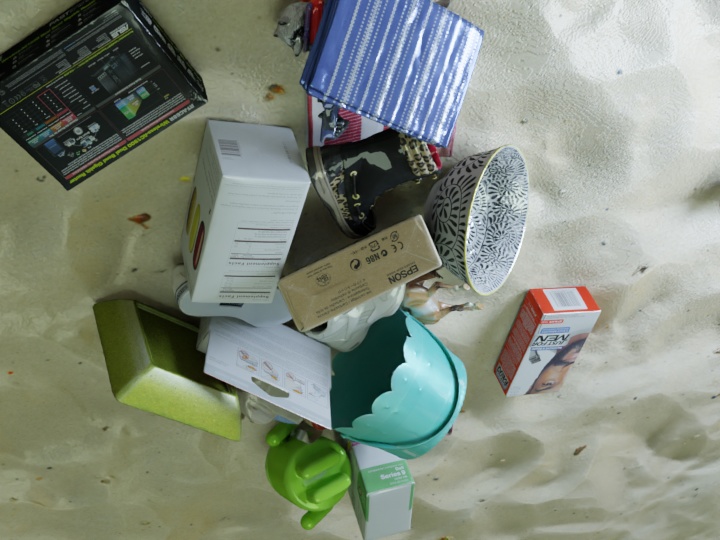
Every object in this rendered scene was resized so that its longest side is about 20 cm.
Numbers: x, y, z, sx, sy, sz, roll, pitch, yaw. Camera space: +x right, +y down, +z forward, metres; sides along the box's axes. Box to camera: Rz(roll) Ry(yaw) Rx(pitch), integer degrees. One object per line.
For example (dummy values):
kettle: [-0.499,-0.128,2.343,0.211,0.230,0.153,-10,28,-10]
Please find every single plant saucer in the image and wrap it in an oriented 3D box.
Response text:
plant saucer: [-0.248,0.120,1.192,0.199,0.200,0.048,29,108,-38]

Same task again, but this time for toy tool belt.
toy tool belt: [-0.137,0.181,1.367,0.200,0.122,0.126,35,79,-47]

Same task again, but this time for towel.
towel: [0.029,-0.193,1.114,0.198,0.023,0.145,-9,134,-12]
towel: [0.038,-0.228,0.961,0.199,0.024,0.146,17,94,-34]

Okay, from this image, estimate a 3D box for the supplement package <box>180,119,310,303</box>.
supplement package: [-0.148,-0.067,1.102,0.109,0.114,0.201,2,132,-23]

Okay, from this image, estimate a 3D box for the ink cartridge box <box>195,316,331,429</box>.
ink cartridge box: [-0.131,0.134,1.228,0.199,0.174,0.044,28,120,-20]

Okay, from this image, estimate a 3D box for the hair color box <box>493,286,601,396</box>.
hair color box: [0.309,0.121,1.491,0.110,0.064,0.201,-3,134,-19]

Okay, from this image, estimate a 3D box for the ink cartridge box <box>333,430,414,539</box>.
ink cartridge box: [0.018,0.319,1.477,0.087,0.201,0.146,-12,135,-13]

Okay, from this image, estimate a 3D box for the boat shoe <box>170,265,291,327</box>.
boat shoe: [-0.171,0.028,1.220,0.199,0.070,0.071,7,127,-40]

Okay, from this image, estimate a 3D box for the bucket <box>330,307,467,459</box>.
bucket: [0.052,0.172,1.323,0.134,0.208,0.207,33,117,-24]

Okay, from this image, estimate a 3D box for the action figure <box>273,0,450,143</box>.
action figure: [-0.007,-0.243,0.997,0.192,0.105,0.202,9,104,-21]

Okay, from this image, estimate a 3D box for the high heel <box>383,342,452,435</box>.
high heel: [0.101,0.191,1.456,0.067,0.097,0.200,-33,135,14]

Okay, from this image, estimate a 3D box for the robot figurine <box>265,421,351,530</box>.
robot figurine: [-0.087,0.324,1.451,0.115,0.200,0.177,-27,97,-21]

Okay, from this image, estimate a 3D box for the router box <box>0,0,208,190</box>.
router box: [-0.289,-0.197,0.961,0.199,0.062,0.150,-29,135,9]

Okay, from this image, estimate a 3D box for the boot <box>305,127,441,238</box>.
boot: [0.029,-0.114,1.116,0.149,0.074,0.200,-18,151,11]

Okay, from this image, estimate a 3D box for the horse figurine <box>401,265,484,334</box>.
horse figurine: [0.107,0.042,1.341,0.131,0.050,0.200,-12,147,16]

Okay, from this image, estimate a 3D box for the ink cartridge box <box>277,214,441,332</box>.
ink cartridge box: [0.000,0.000,1.164,0.199,0.165,0.076,-26,91,3]

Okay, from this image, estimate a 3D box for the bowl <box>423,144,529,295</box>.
bowl: [0.146,-0.075,1.196,0.200,0.094,0.203,-30,127,-51]

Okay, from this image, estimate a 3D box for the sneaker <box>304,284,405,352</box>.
sneaker: [-0.006,0.043,1.289,0.099,0.075,0.200,18,124,-34]
